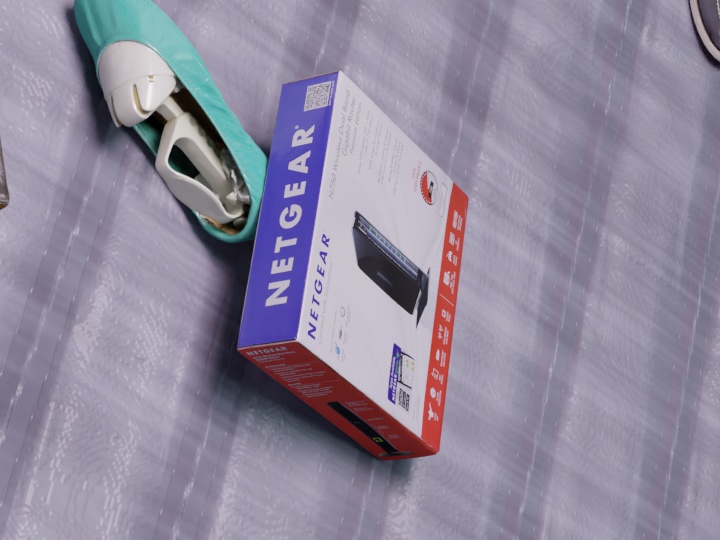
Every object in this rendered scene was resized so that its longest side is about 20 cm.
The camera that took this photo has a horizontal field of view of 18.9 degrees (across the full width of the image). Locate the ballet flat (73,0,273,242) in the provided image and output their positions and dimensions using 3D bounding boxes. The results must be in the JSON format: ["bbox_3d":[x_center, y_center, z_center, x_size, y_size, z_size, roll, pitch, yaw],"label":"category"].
[{"bbox_3d":[-0.121,-0.099,1.397,0.200,0.067,0.071,51,33,-15],"label":"ballet flat"}]

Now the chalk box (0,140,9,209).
[{"bbox_3d":[-0.291,-0.116,1.228,0.124,0.123,0.202,1,72,-39],"label":"chalk box"}]

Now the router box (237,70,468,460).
[{"bbox_3d":[0.000,0.000,1.442,0.179,0.049,0.202,40,49,-47],"label":"router box"}]

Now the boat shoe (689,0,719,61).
[{"bbox_3d":[0.333,-0.269,1.858,0.072,0.063,0.201,32,56,-28],"label":"boat shoe"}]
